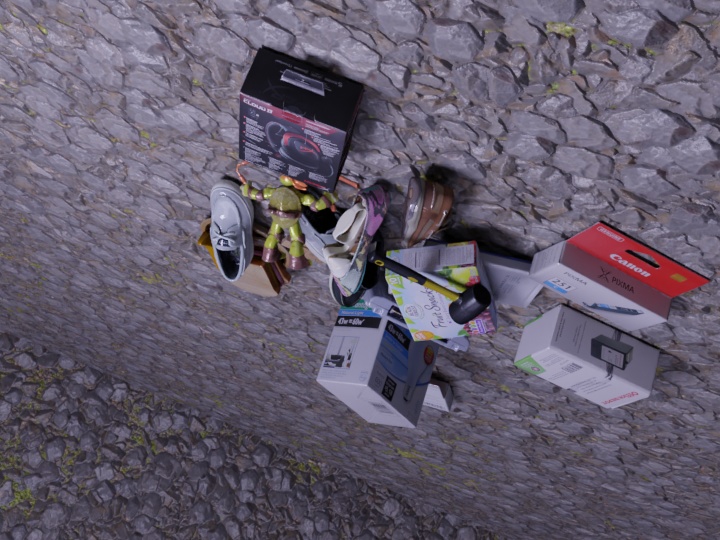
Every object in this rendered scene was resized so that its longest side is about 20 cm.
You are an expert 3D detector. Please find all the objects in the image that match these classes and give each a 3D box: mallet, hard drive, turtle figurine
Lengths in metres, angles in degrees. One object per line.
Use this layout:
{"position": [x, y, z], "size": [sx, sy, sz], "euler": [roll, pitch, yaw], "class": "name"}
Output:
{"position": [0.093, 0.024, 1.416], "size": [0.197, 0.042, 0.066], "euler": [21, 139, -16], "class": "mallet"}
{"position": [0.186, 0.006, 1.538], "size": [0.196, 0.026, 0.132], "euler": [13, 156, -3], "class": "hard drive"}
{"position": [-0.101, -0.086, 1.473], "size": [0.196, 0.065, 0.164], "euler": [8, 114, 11], "class": "turtle figurine"}

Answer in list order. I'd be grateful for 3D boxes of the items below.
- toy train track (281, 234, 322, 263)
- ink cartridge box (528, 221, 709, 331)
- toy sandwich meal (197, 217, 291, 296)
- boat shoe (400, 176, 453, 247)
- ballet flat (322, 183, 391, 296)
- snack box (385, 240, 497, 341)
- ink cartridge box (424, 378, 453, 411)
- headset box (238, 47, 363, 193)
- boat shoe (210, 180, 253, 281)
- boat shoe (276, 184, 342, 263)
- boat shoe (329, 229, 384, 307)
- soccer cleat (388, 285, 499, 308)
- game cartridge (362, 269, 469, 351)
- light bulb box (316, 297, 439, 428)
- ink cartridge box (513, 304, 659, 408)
{"position": [-0.045, -0.026, 1.714], "size": [0.197, 0.033, 0.114], "euler": [23, 151, -21], "class": "toy train track"}
{"position": [0.371, 0.014, 1.413], "size": [0.197, 0.045, 0.176], "euler": [26, 159, -12], "class": "ink cartridge box"}
{"position": [-0.217, -0.028, 1.802], "size": [0.202, 0.071, 0.206], "euler": [18, 158, 7], "class": "toy sandwich meal"}
{"position": [0.097, -0.077, 1.406], "size": [0.070, 0.077, 0.200], "euler": [5, 169, 0], "class": "boat shoe"}
{"position": [-0.016, -0.045, 1.473], "size": [0.070, 0.069, 0.202], "euler": [-5, 133, -35], "class": "ballet flat"}
{"position": [0.128, 0.036, 1.506], "size": [0.139, 0.054, 0.201], "euler": [-6, 146, 16], "class": "snack box"}
{"position": [0.104, 0.249, 2.192], "size": [0.197, 0.044, 0.174], "euler": [13, 156, 19], "class": "ink cartridge box"}
{"position": [-0.082, -0.198, 1.283], "size": [0.146, 0.076, 0.200], "euler": [20, 158, 1], "class": "headset box"}
{"position": [-0.220, -0.061, 1.656], "size": [0.069, 0.072, 0.203], "euler": [7, 138, 9], "class": "boat shoe"}
{"position": [-0.057, -0.069, 1.567], "size": [0.071, 0.071, 0.200], "euler": [-1, 147, 49], "class": "boat shoe"}
{"position": [0.002, -0.001, 1.578], "size": [0.066, 0.074, 0.201], "euler": [50, 139, 33], "class": "boat shoe"}
{"position": [0.136, 0.045, 1.633], "size": [0.197, 0.088, 0.070], "euler": [23, 157, -7], "class": "soccer cleat"}
{"position": [0.093, 0.064, 1.685], "size": [0.197, 0.041, 0.133], "euler": [26, -164, -17], "class": "game cartridge"}
{"position": [0.041, 0.162, 1.837], "size": [0.123, 0.203, 0.198], "euler": [1, 151, 36], "class": "light bulb box"}
{"position": [0.385, 0.150, 1.659], "size": [0.197, 0.085, 0.146], "euler": [25, 158, -8], "class": "ink cartridge box"}
